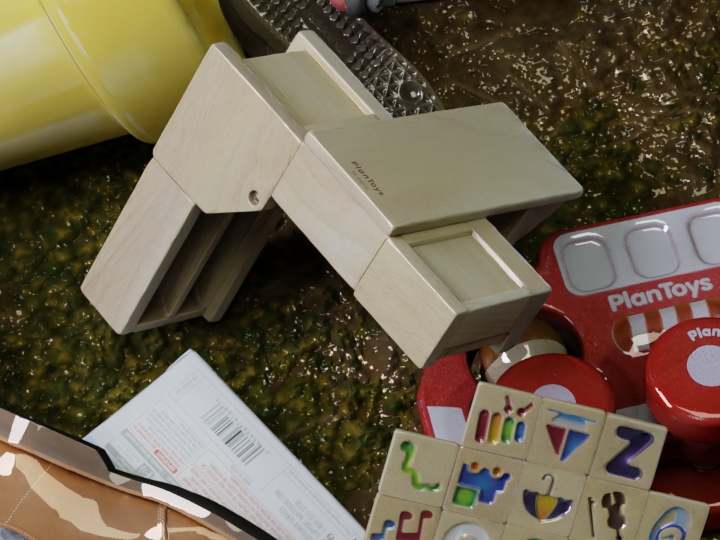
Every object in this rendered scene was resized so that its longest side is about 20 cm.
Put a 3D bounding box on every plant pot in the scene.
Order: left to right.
[{"bbox_3d":[-0.186,-0.142,1.555,0.188,0.201,0.201,-28,64,7],"label":"plant pot"}]

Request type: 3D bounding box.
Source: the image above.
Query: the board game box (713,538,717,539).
[{"bbox_3d":[0.143,0.248,1.351,0.046,0.152,0.201,24,68,14],"label":"board game box"}]

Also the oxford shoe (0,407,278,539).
[{"bbox_3d":[-0.105,0.138,1.403,0.199,0.071,0.072,22,85,9],"label":"oxford shoe"}]

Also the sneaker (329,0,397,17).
[{"bbox_3d":[-0.024,-0.223,1.551,0.097,0.071,0.201,-5,62,2],"label":"sneaker"}]

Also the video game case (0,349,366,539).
[{"bbox_3d":[-0.088,0.170,1.442,0.181,0.046,0.200,-39,74,-22],"label":"video game case"}]

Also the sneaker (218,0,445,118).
[{"bbox_3d":[-0.011,-0.102,1.588,0.070,0.076,0.200,-32,88,-15],"label":"sneaker"}]

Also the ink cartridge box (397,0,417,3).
[{"bbox_3d":[0.017,-0.263,1.654,0.145,0.084,0.201,-7,63,1],"label":"ink cartridge box"}]

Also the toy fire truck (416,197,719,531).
[{"bbox_3d":[0.126,0.049,1.479,0.199,0.112,0.169,-12,54,-3],"label":"toy fire truck"}]

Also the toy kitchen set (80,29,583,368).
[{"bbox_3d":[0.000,0.000,1.490,0.163,0.181,0.200,-13,53,-48],"label":"toy kitchen set"}]

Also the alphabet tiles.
[{"bbox_3d":[0.078,0.160,1.397,0.166,0.006,0.201,13,102,-11],"label":"alphabet tiles"}]
